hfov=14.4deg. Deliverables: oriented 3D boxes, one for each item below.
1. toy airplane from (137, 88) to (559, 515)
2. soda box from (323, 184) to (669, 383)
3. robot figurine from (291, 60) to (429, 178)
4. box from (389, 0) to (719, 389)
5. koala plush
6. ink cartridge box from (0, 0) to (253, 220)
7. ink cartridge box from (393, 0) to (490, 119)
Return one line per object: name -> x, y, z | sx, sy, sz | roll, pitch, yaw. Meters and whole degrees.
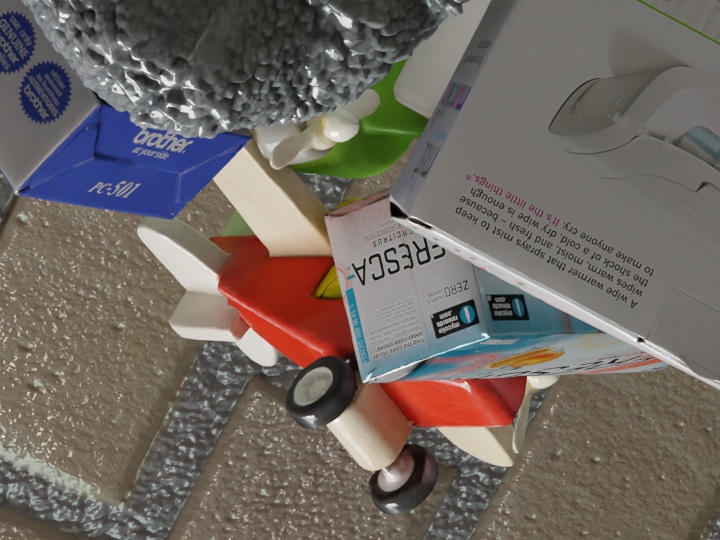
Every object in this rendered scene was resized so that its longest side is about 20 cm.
toy airplane -> 0.000, 0.000, 1.205 | 0.199, 0.141, 0.200 | 42, 173, 11
soda box -> 0.076, 0.002, 1.094 | 0.063, 0.069, 0.199 | -22, 166, 37
robot figurine -> -0.044, -0.104, 1.284 | 0.199, 0.117, 0.175 | 7, -171, 25
box -> 0.136, -0.049, 0.876 | 0.199, 0.177, 0.097 | 27, -177, -5
koala plush -> -0.048, -0.140, 0.887 | 0.177, 0.185, 0.200 | 27, -178, -21
ink cartridge box -> -0.124, -0.108, 0.920 | 0.200, 0.044, 0.094 | 53, -161, 20
ink cartridge box -> 0.134, -0.091, 1.231 | 0.199, 0.146, 0.084 | 25, -177, -39
